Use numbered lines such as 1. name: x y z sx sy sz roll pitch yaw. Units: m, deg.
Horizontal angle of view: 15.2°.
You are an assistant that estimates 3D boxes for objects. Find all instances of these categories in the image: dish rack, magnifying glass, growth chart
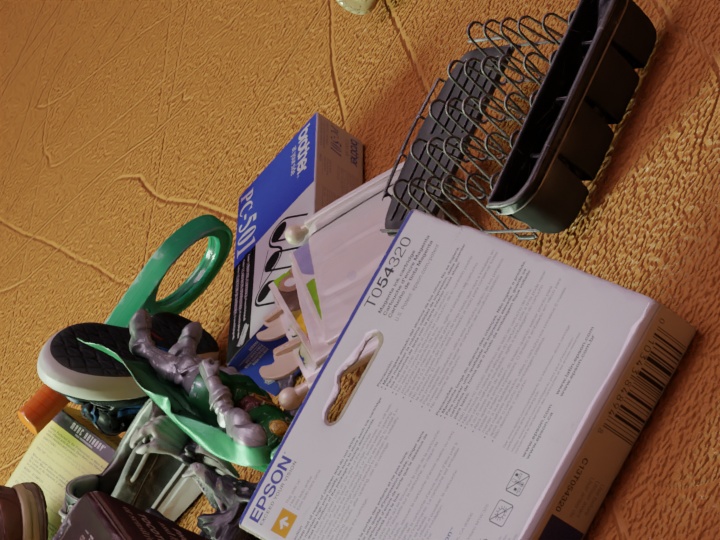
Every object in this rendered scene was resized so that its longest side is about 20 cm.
1. dish rack: 0.079 -0.088 1.565 0.200 0.055 0.154 -1 58 56
2. magnifying glass: -0.162 0.038 1.883 0.200 0.022 0.080 -44 -21 -17
3. growth chart: 0.000 0.000 1.641 0.145 0.018 0.200 -27 30 15

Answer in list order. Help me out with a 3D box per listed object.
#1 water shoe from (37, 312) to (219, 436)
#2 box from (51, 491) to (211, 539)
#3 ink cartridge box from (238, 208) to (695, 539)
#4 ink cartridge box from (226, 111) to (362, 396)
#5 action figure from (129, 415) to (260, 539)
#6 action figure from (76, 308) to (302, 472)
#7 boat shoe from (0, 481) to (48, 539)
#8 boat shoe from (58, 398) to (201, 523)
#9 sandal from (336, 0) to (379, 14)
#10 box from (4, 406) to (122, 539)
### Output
1. water shoe: -0.160 0.081 1.824 0.079 0.071 0.200 -61 -21 16
2. box: -0.060 0.230 1.189 0.166 0.200 0.164 -57 36 7
3. ink cartridge box: 0.050 0.082 1.358 0.200 0.043 0.197 24 83 53
4. ink cartridge box: -0.042 -0.013 1.798 0.094 0.044 0.200 -47 22 27
5. action figure: -0.117 0.158 1.640 0.200 0.102 0.119 -37 16 44
6. action figure: -0.074 0.081 1.628 0.200 0.118 0.055 34 107 49
7. boat shoe: -0.249 0.241 1.811 0.072 0.067 0.200 147 125 -66
8. boat shoe: -0.168 0.160 1.808 0.200 0.071 0.072 -53 20 18
9. sandal: 0.004 -0.222 1.985 0.212 0.077 0.070 -167 88 -76
10. box: -0.231 0.198 1.892 0.200 0.075 0.050 -58 -24 2
